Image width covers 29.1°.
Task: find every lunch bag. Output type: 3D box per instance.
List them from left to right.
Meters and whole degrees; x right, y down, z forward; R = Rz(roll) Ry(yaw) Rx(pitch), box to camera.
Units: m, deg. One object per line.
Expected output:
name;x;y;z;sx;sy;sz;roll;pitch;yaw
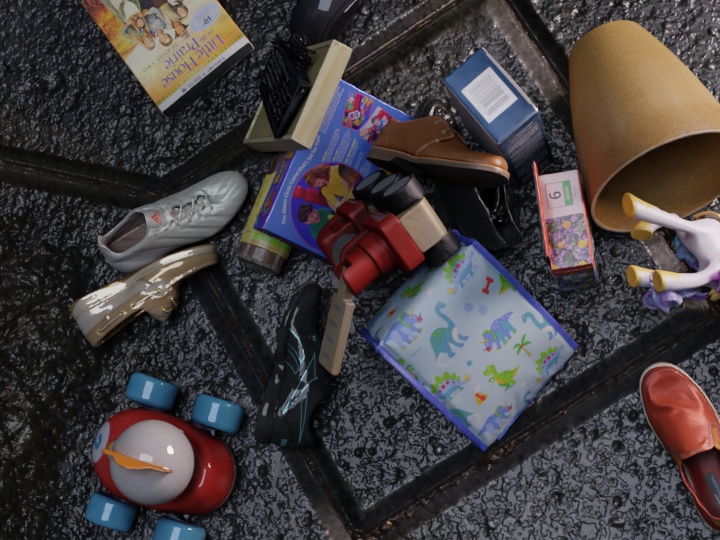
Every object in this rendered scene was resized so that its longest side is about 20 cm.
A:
lunch bag;0.127;0.082;1.576;0.200;0.127;0.170;43;90;-12

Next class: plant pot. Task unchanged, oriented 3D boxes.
plant pot;0.313;-0.176;1.573;0.185;0.187;0.201;-23;61;7

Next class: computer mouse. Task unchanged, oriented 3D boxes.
computer mouse;-0.043;-0.386;1.747;0.140;0.046;0.200;39;89;16

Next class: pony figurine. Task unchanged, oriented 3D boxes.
pony figurine;0.394;-0.006;1.514;0.198;0.167;0.194;-3;57;-19

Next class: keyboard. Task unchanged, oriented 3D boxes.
keyboard;-0.099;-0.235;1.643;0.039;0.200;0.105;24;107;-21

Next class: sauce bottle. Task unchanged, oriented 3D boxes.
sauce bottle;-0.090;-0.098;1.689;0.064;0.065;0.201;18;84;15

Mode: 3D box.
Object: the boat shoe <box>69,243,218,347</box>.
boat shoe;-0.255;0.031;1.701;0.199;0.074;0.070;-26;86;7

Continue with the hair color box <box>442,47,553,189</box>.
hair color box;0.160;-0.169;1.577;0.060;0.200;0.100;-39;74;2

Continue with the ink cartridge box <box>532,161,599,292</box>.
ink cartridge box;0.229;-0.049;1.537;0.050;0.200;0.110;-9;77;11

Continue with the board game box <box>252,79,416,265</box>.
board game box;-0.026;-0.114;1.653;0.134;0.045;0.201;25;84;-20

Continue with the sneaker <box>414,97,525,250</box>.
sneaker;0.127;-0.115;1.622;0.060;0.104;0.202;-6;82;-35

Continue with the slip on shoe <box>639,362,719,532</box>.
slip on shoe;0.369;0.192;1.531;0.074;0.061;0.201;-25;73;8

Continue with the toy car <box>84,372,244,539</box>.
toy car;-0.247;0.215;1.589;0.176;0.200;0.186;16;82;15

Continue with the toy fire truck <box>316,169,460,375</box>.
toy fire truck;0.000;0.000;1.554;0.200;0.176;0.129;-38;105;-9

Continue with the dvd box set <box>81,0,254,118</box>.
dvd box set;-0.250;-0.315;1.786;0.146;0.029;0.200;-38;73;3

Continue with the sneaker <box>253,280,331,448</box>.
sneaker;-0.068;0.113;1.646;0.079;0.075;0.202;14;90;3

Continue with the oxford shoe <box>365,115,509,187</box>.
oxford shoe;0.091;-0.140;1.570;0.199;0.071;0.072;18;82;42

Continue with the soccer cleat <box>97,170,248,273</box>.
soccer cleat;-0.229;-0.062;1.701;0.199;0.078;0.070;-31;61;5

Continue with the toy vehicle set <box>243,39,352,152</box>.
toy vehicle set;-0.078;-0.204;1.650;0.026;0.200;0.125;25;85;-20
